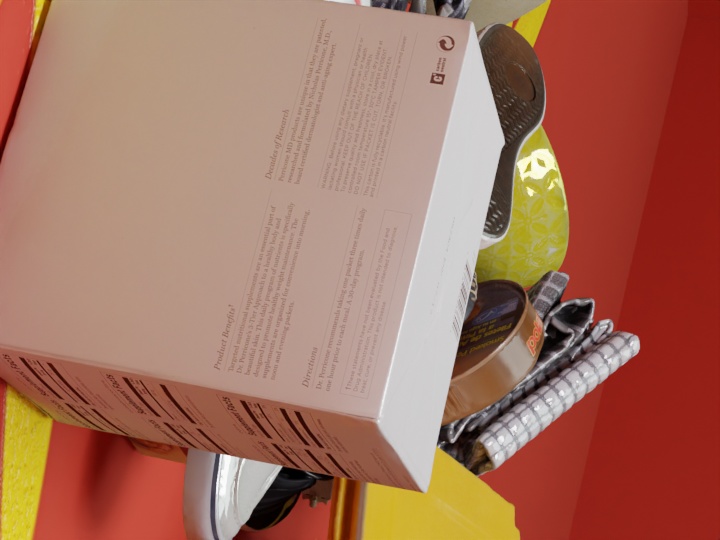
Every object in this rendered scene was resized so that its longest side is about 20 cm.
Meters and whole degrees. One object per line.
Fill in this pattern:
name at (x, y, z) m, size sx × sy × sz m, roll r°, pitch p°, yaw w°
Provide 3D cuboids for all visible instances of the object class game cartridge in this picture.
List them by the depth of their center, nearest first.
game cartridge at (0.044, 0.205, 1.262) m, size 0.200 × 0.032 × 0.177 m, roll 41°, pitch 46°, yaw -46°

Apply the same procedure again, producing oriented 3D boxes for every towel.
towel at (0.090, 0.091, 1.413) m, size 0.166 × 0.086 × 0.200 m, roll -37°, pitch 178°, yaw -24°

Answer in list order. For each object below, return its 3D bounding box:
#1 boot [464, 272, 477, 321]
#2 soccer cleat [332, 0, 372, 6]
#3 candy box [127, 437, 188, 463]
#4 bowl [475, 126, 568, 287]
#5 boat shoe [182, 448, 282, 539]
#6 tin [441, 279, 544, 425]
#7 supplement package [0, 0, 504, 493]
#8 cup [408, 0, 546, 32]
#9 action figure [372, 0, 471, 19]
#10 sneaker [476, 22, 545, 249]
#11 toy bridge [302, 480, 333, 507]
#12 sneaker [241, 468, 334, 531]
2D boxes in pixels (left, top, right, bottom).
boot at (0.000, 0.000, 1.249) m, size 0.151 × 0.073 × 0.200 m, roll 46°, pitch 28°, yaw -15°
soccer cleat at (-0.019, -0.116, 1.177) m, size 0.073 × 0.068 × 0.200 m, roll -27°, pitch 110°, yaw -34°
candy box at (-0.087, -0.001, 1.079) m, size 0.115 × 0.055 × 0.200 m, roll 69°, pitch 33°, yaw -64°
bowl at (0.060, -0.063, 1.483) m, size 0.108 × 0.200 × 0.200 m, roll -24°, pitch 136°, yaw -21°
boat shoe at (-0.032, 0.064, 1.048) m, size 0.075 × 0.086 × 0.202 m, roll 79°, pitch 25°, yaw -55°
tin at (0.035, 0.071, 1.316) m, size 0.042 × 0.200 × 0.112 m, roll 57°, pitch 29°, yaw -20°
supplement package at (-0.053, -0.017, 0.904) m, size 0.147 × 0.200 × 0.192 m, roll 63°, pitch 39°, yaw -68°
cup at (0.089, -0.261, 1.408) m, size 0.143 × 0.200 × 0.200 m, roll -59°, pitch 176°, yaw 26°
action figure at (0.024, -0.184, 1.299) m, size 0.200 × 0.119 × 0.102 m, roll 31°, pitch 74°, yaw -70°
sneaker at (0.063, -0.084, 1.260) m, size 0.073 × 0.085 × 0.200 m, roll 41°, pitch 44°, yaw -21°
toy bridge at (-0.013, 0.137, 1.527) m, size 0.200 × 0.027 × 0.067 m, roll -58°, pitch 157°, yaw -62°
sneaker at (-0.052, 0.133, 1.254) m, size 0.200 × 0.083 × 0.072 m, roll 61°, pitch 41°, yaw -69°
